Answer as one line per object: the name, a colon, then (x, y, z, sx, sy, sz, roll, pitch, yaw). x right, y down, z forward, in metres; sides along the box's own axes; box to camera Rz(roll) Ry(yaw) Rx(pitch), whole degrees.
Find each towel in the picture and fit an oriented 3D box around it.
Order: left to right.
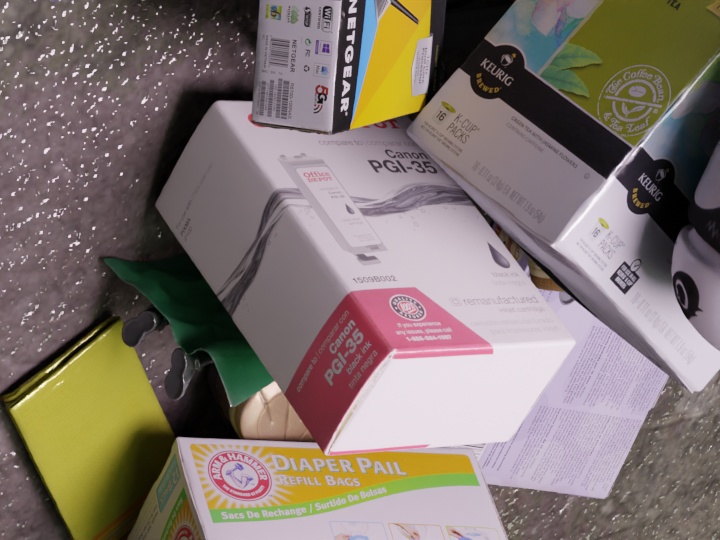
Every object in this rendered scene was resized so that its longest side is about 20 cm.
towel: (-0.144, 0.116, 1.712, 0.086, 0.018, 0.201, -40, 138, -20)

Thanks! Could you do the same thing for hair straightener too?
hair straightener: (0.029, -0.124, 1.654, 0.199, 0.077, 0.041, -17, 155, -36)

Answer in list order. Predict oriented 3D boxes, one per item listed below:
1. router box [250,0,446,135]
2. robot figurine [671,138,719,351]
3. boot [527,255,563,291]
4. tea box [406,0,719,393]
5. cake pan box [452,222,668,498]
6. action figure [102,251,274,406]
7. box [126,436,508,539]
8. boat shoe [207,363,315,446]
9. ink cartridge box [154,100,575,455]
router box: (0.001, -0.180, 1.530, 0.149, 0.051, 0.202, -22, 119, -65)
robot figurine: (0.237, -0.043, 1.509, 0.150, 0.125, 0.201, 7, 115, -39)
boot: (0.156, -0.098, 1.781, 0.200, 0.073, 0.156, -35, 117, -35)
tea box: (0.168, -0.075, 1.617, 0.197, 0.133, 0.200, -50, 141, -1)
cake pan box: (0.128, 0.054, 1.896, 0.183, 0.052, 0.201, 9, 111, -44)
action figure: (-0.046, 0.023, 1.687, 0.199, 0.118, 0.055, -16, 149, -46)
box: (-0.025, 0.173, 1.714, 0.199, 0.102, 0.113, 4, 134, -26)
boat shoe: (-0.022, 0.104, 1.777, 0.072, 0.065, 0.200, -49, 137, 3)
ink cartridge box: (0.000, 0.000, 1.610, 0.146, 0.200, 0.083, -2, 135, -42)
